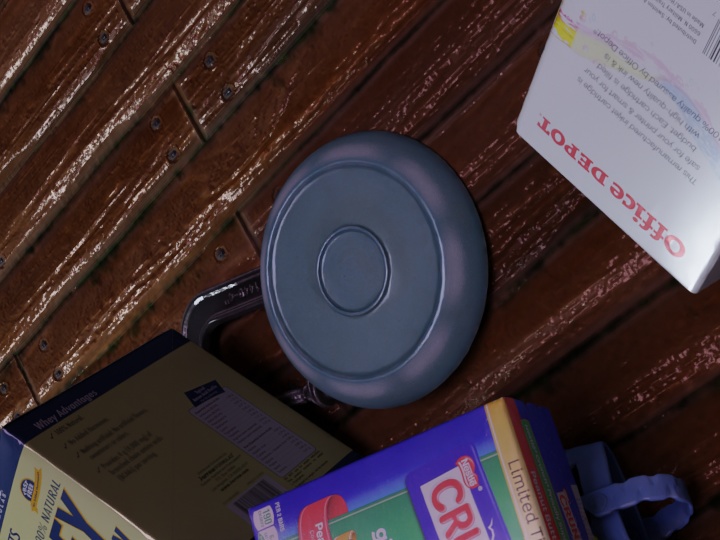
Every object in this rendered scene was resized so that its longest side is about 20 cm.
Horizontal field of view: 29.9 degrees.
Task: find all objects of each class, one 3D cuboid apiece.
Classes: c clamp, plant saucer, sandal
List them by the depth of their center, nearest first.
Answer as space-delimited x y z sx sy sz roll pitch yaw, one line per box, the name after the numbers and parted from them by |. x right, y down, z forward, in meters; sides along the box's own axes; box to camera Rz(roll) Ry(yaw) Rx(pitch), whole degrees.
0.141 0.149 0.884 0.199 0.079 0.088 28 81 39 | sandal
0.000 0.000 0.976 0.198 0.027 0.203 1 93 34 | plant saucer
-0.081 0.086 1.078 0.199 0.027 0.173 -29 74 40 | c clamp

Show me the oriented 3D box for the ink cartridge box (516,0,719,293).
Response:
0.199 -0.123 0.700 0.145 0.144 0.201 46 143 24 | ink cartridge box

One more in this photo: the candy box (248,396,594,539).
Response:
0.045 0.195 0.828 0.198 0.077 0.171 -26 68 24 | candy box

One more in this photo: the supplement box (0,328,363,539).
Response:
-0.136 0.177 0.987 0.198 0.200 0.135 31 121 17 | supplement box
